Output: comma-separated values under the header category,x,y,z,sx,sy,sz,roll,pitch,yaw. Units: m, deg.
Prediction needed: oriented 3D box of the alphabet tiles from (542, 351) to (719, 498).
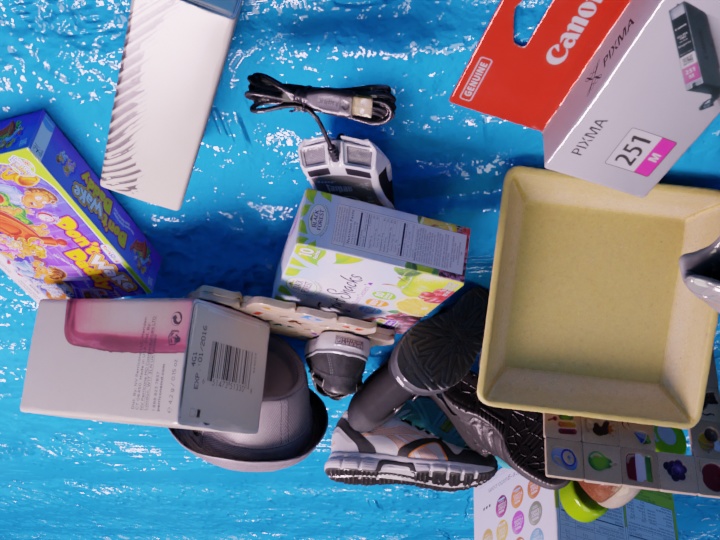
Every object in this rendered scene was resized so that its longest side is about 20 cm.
category,x,y,z,sx,sy,sz,roll,pitch,yaw
alphabet tiles,0.245,0.098,0.758,0.163,0.204,0.008,7,147,-1

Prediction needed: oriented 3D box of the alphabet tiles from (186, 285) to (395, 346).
category,x,y,z,sx,sy,sz,roll,pitch,yaw
alphabet tiles,-0.069,0.047,0.818,0.196,0.015,0.195,15,168,-18

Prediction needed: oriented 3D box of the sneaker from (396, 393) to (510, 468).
category,x,y,z,sx,sy,sz,roll,pitch,yaw
sneaker,0.100,0.191,1.001,0.195,0.081,0.078,7,144,0

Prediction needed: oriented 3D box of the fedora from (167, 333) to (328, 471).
category,x,y,z,sx,sy,sz,roll,pitch,yaw
fedora,-0.121,0.123,0.897,0.173,0.200,0.092,-7,118,-28

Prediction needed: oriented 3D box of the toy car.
category,x,y,z,sx,sy,sz,roll,pitch,yaw
toy car,0.234,0.141,0.910,0.199,0.158,0.165,38,137,6

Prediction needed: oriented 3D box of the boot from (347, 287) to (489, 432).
category,x,y,z,sx,sy,sz,roll,pitch,yaw
boot,0.039,0.110,0.854,0.066,0.163,0.200,56,135,7

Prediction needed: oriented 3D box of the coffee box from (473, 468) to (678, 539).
category,x,y,z,sx,sy,sz,roll,pitch,yaw
coffee box,0.283,0.373,1.113,0.196,0.201,0.200,19,142,-17

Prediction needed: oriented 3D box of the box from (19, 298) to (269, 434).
category,x,y,z,sx,sy,sz,roll,pitch,yaw
box,-0.203,0.091,0.800,0.196,0.112,0.127,-1,167,28

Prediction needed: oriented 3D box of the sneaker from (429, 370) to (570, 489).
category,x,y,z,sx,sy,sz,roll,pitch,yaw
sneaker,0.146,0.169,0.892,0.199,0.060,0.105,38,164,31

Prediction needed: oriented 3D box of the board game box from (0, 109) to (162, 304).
category,x,y,z,sx,sy,sz,roll,pitch,yaw
board game box,-0.293,-0.047,0.774,0.131,0.046,0.201,-9,140,18

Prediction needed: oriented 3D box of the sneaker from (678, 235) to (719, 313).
category,x,y,z,sx,sy,sz,roll,pitch,yaw
sneaker,0.319,-0.021,0.605,0.090,0.077,0.200,22,141,-17

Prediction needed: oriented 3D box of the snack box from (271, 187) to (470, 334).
category,x,y,z,sx,sy,sz,roll,pitch,yaw
snack box,0.000,0.000,0.741,0.139,0.054,0.200,14,161,-8

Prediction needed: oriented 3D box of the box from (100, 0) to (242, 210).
category,x,y,z,sx,sy,sz,roll,pitch,yaw
box,-0.136,-0.140,0.603,0.067,0.084,0.201,16,140,-12

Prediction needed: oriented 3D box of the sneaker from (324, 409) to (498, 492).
category,x,y,z,sx,sy,sz,roll,pitch,yaw
sneaker,0.059,0.200,0.945,0.195,0.082,0.074,7,148,-1

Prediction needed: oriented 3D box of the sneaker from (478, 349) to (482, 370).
category,x,y,z,sx,sy,sz,roll,pitch,yaw
sneaker,0.215,0.092,0.809,0.195,0.090,0.076,-10,156,-1

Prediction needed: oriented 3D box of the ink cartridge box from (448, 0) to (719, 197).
category,x,y,z,sx,sy,sz,roll,pitch,yaw
ink cartridge box,0.176,-0.149,0.580,0.169,0.044,0.201,14,142,-12

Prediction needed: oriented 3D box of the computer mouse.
category,x,y,z,sx,sy,sz,roll,pitch,yaw
computer mouse,-0.014,-0.090,0.665,0.107,0.045,0.201,3,155,12

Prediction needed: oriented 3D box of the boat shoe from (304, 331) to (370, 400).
category,x,y,z,sx,sy,sz,roll,pitch,yaw
boat shoe,-0.028,0.104,0.869,0.067,0.058,0.200,10,168,-3

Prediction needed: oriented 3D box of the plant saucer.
category,x,y,z,sx,sy,sz,roll,pitch,yaw
plant saucer,0.205,0.022,0.722,0.194,0.206,0.048,7,-172,0
